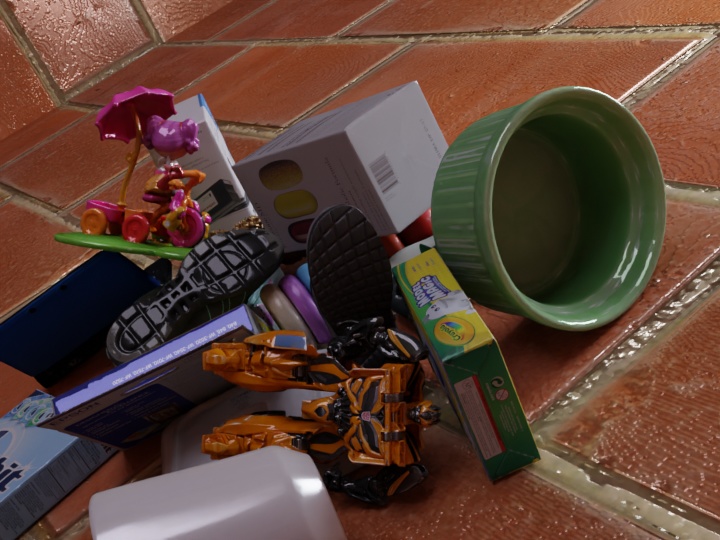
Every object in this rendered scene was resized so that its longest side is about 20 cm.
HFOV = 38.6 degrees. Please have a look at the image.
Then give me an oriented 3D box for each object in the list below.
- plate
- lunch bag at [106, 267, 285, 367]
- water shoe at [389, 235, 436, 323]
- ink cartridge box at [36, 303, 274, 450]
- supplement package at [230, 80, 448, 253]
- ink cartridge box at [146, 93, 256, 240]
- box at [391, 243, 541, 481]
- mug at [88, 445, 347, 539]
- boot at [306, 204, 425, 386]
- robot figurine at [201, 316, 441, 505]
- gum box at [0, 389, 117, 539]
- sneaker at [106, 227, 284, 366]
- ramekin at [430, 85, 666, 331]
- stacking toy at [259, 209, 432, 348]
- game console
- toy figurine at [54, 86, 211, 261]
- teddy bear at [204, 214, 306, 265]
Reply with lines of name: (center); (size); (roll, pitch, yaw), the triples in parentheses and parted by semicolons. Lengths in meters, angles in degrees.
plate: (-0.099, 0.151, 0.931); (0.199, 0.032, 0.200); (-27, 25, 2)
lunch bag: (-0.178, 0.053, 1.138); (0.199, 0.077, 0.161); (-18, 27, 18)
water shoe: (0.113, -0.012, 1.015); (0.200, 0.072, 0.079); (-35, 51, -13)
ink cartridge box: (-0.177, 0.098, 0.955); (0.197, 0.047, 0.200); (-26, -20, 1)
supplement package: (-0.017, -0.098, 1.036); (0.109, 0.114, 0.200); (-39, 18, -34)
ink cartridge box: (-0.194, -0.107, 1.317); (0.084, 0.200, 0.145); (-24, 25, -1)
box: (0.077, 0.063, 0.824); (0.048, 0.118, 0.200); (-23, 24, 1)
mug: (-0.096, 0.189, 0.732); (0.153, 0.150, 0.187); (-22, 33, -9)
boot: (-0.017, 0.020, 0.903); (0.070, 0.200, 0.132); (-23, 27, -13)
robot figurine: (-0.033, 0.109, 0.808); (0.199, 0.146, 0.058); (-1, -1, 31)
gum box: (-0.370, 0.214, 1.058); (0.200, 0.045, 0.170); (-41, 28, -29)
sneaker: (-0.159, 0.032, 1.015); (0.200, 0.079, 0.075); (-36, 62, -12)
ramekin: (0.156, -0.051, 0.880); (0.200, 0.200, 0.098); (-39, 20, -24)
stacking toy: (0.000, 0.000, 1.043); (0.200, 0.085, 0.085); (-35, 26, -8)
game console: (-0.340, 0.037, 1.249); (0.200, 0.118, 0.171); (-34, 25, 6)
toy figurine: (-0.234, -0.111, 1.148); (0.199, 0.185, 0.150); (10, 4, 21)
teddy bear: (-0.089, -0.048, 1.209); (0.200, 0.145, 0.067); (-19, 69, 27)
